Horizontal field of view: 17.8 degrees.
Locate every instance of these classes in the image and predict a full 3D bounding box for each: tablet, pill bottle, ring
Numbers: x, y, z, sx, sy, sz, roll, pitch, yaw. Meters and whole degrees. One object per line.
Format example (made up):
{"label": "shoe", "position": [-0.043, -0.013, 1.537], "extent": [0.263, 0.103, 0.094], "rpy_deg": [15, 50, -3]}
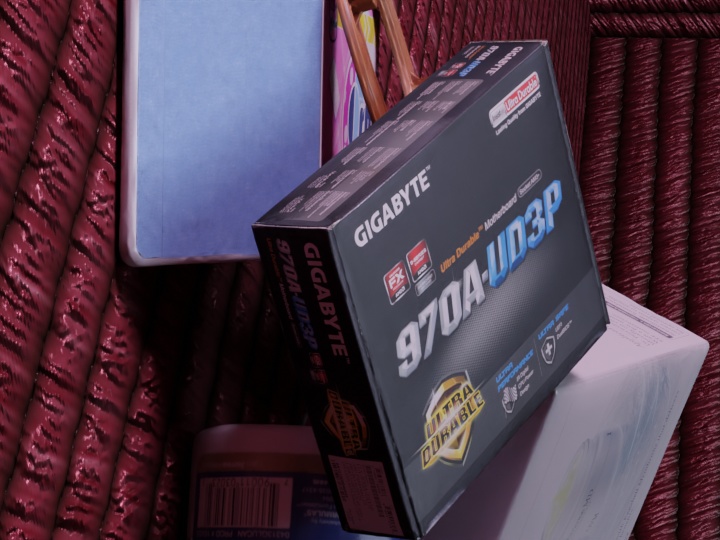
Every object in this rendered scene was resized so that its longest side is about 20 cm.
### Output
{"label": "tablet", "position": [-0.060, -0.104, 1.017], "extent": [0.130, 0.014, 0.201], "rpy_deg": [-3, 96, -51]}
{"label": "pill bottle", "position": [-0.032, 0.179, 1.095], "extent": [0.111, 0.110, 0.201], "rpy_deg": [49, 44, -76]}
{"label": "ring", "position": [0.016, -0.111, 1.154], "extent": [0.200, 0.019, 0.201], "rpy_deg": [-17, 90, -81]}

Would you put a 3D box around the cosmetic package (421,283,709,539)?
{"label": "cosmetic package", "position": [0.072, 0.113, 1.276], "extent": [0.200, 0.123, 0.200], "rpy_deg": [-10, 124, -57]}

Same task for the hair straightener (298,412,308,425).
{"label": "hair straightener", "position": [-0.023, 0.150, 1.361], "extent": [0.200, 0.041, 0.077], "rpy_deg": [-78, 166, -49]}

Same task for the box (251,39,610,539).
{"label": "box", "position": [0.040, 0.005, 1.067], "extent": [0.200, 0.046, 0.160], "rpy_deg": [-42, 125, -46]}

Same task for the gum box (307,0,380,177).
{"label": "gum box", "position": [-0.034, -0.083, 1.173], "extent": [0.200, 0.066, 0.114], "rpy_deg": [-10, 103, -81]}
